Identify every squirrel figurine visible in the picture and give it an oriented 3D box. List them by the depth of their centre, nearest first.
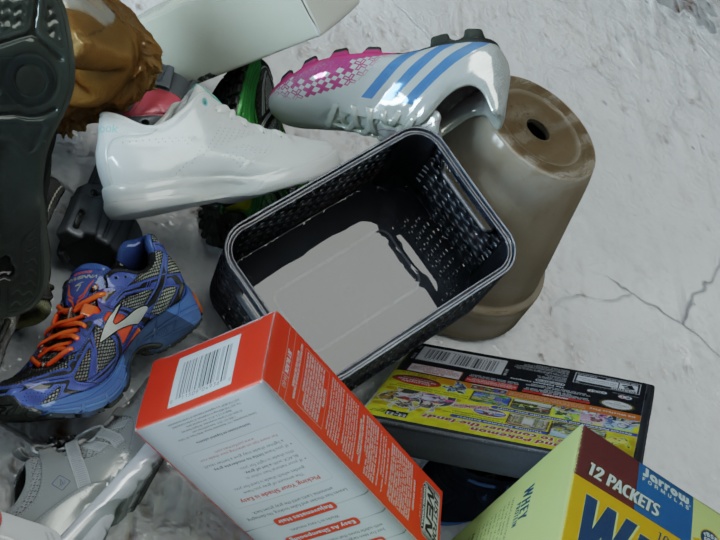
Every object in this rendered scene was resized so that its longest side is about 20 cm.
[{"bbox_3d":[-0.247,-0.128,0.900,0.142,0.187,0.200,51,14,15],"label":"squirrel figurine"}]

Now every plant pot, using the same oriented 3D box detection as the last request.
[{"bbox_3d":[0.110,-0.068,1.092,0.199,0.174,0.201,21,44,-21],"label":"plant pot"}]

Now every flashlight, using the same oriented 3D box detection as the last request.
[{"bbox_3d":[-0.176,-0.075,0.974,0.067,0.068,0.201,12,48,-1],"label":"flashlight"}]

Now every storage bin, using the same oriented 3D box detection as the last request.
[{"bbox_3d":[0.000,0.000,0.949,0.199,0.094,0.136,-31,79,-23],"label":"storage bin"}]

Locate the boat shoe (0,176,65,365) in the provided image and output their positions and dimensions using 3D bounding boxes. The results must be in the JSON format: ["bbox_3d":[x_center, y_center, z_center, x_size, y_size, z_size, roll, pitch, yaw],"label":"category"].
[{"bbox_3d":[-0.240,0.016,0.840,0.066,0.072,0.202,33,46,-15],"label":"boat shoe"}]

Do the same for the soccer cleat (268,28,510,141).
[{"bbox_3d":[0.022,-0.132,0.997,0.070,0.198,0.087,53,28,-65],"label":"soccer cleat"}]

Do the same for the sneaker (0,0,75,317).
[{"bbox_3d":[-0.223,-0.084,0.764,0.076,0.201,0.114,-3,21,-26],"label":"sneaker"}]

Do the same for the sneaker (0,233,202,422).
[{"bbox_3d":[-0.182,0.038,0.835,0.200,0.075,0.079,-50,126,-58],"label":"sneaker"}]

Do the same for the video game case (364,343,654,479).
[{"bbox_3d":[0.113,0.106,0.930,0.198,0.026,0.181,9,16,14],"label":"video game case"}]

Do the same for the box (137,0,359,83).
[{"bbox_3d":[-0.106,-0.207,1.033,0.082,0.199,0.069,-49,119,-47],"label":"box"}]

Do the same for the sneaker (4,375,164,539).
[{"bbox_3d":[-0.174,0.123,0.783,0.082,0.075,0.200,33,38,0],"label":"sneaker"}]

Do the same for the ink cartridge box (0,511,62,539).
[{"bbox_3d":[-0.265,0.163,0.641,0.199,0.067,0.118,23,84,-18],"label":"ink cartridge box"}]

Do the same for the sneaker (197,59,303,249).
[{"bbox_3d":[-0.089,-0.095,1.055,0.085,0.078,0.201,18,53,-32],"label":"sneaker"}]

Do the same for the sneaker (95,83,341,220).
[{"bbox_3d":[-0.101,-0.094,0.925,0.199,0.075,0.089,-11,89,-38],"label":"sneaker"}]

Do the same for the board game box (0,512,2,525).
[{"bbox_3d":[-0.249,0.198,0.600,0.095,0.030,0.202,21,84,-19],"label":"board game box"}]

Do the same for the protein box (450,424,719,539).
[{"bbox_3d":[0.123,0.249,0.792,0.134,0.200,0.199,32,41,-7],"label":"protein box"}]

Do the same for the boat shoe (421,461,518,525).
[{"bbox_3d":[0.131,0.154,0.985,0.199,0.069,0.084,-17,65,-44],"label":"boat shoe"}]

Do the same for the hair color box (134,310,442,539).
[{"bbox_3d":[-0.040,0.124,0.801,0.200,0.101,0.062,51,30,-33],"label":"hair color box"}]
